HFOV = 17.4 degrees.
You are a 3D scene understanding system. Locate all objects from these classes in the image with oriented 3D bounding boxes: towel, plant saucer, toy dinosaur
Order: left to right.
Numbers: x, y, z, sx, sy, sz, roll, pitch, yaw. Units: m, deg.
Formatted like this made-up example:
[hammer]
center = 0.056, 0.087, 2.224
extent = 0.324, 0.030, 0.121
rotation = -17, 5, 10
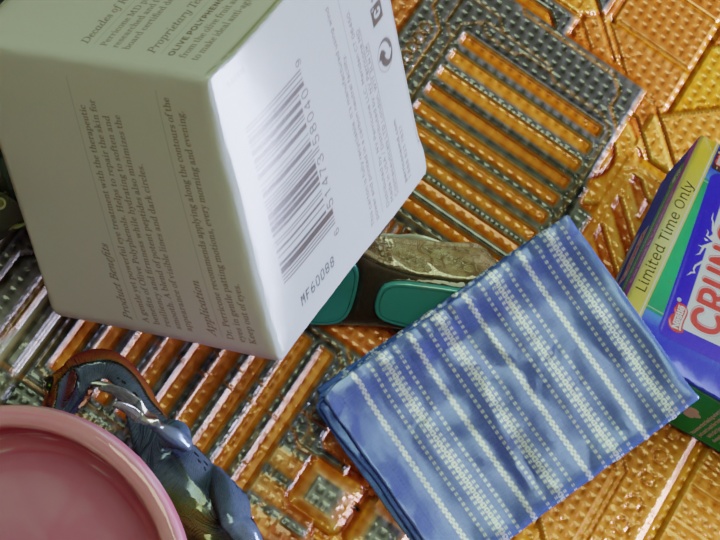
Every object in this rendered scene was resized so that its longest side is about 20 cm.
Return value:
[plant saucer]
center = -0.185, 0.174, 1.310
extent = 0.199, 0.051, 0.202
rotation = 0, 92, 11
[toy dinosaur]
center = -0.116, 0.132, 1.402
extent = 0.200, 0.105, 0.182
rotation = 26, 35, -49
[towel]
center = 0.088, 0.078, 1.448
extent = 0.199, 0.024, 0.145
rotation = -35, 87, -4

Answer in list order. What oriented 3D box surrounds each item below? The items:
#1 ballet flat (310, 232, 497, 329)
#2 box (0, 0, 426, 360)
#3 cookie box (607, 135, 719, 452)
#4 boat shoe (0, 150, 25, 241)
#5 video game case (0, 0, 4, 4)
[ballet flat]
center = 0.000, 0.000, 1.490
extent = 0.198, 0.071, 0.066
rotation = 13, 37, -14
[box]
center = -0.088, -0.093, 1.372
extent = 0.170, 0.200, 0.200
rotation = 10, 42, 28
[cookie box]
center = 0.265, 0.036, 1.537
extent = 0.199, 0.075, 0.172
rotation = 29, 63, -2
[boat shoe]
center = -0.225, -0.053, 1.437
extent = 0.201, 0.060, 0.072
rotation = -33, 79, -26
[video game case]
center = -0.212, -0.228, 1.504
extent = 0.182, 0.023, 0.201
rotation = -31, 80, -28
